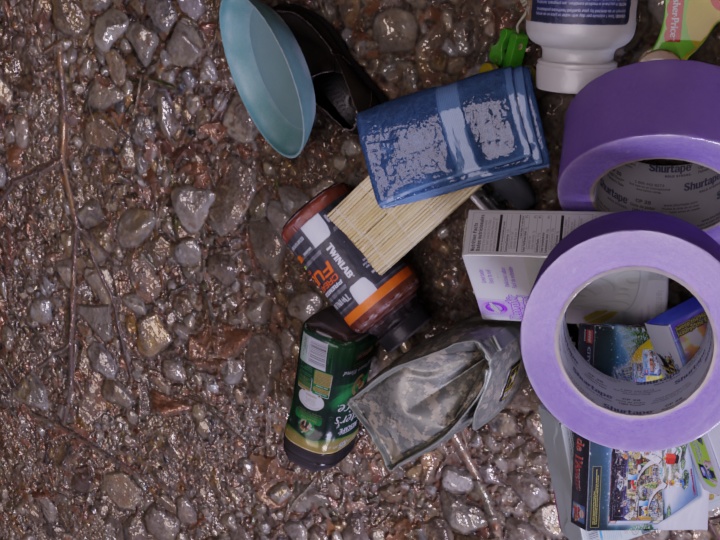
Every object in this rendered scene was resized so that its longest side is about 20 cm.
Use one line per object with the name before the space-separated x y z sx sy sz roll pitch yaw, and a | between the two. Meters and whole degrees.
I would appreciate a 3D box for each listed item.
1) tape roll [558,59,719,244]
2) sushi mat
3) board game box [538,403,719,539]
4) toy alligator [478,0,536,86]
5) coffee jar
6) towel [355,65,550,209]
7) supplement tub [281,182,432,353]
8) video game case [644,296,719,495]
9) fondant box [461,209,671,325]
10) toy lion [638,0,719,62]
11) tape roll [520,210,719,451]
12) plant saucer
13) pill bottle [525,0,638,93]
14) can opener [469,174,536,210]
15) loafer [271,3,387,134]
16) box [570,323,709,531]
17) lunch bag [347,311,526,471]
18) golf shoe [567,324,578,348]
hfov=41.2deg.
tape roll | 0.293 -0.104 0.923 0.197 0.086 0.201 9 153 5
sushi mat | 0.061 -0.091 1.076 0.200 0.012 0.096 -42 88 21
board game box | 0.303 0.195 1.028 0.197 0.064 0.150 -14 100 -11
toy alligator | 0.156 -0.221 1.048 0.054 0.058 0.203 -136 49 -56
coffee jar | -0.040 0.155 1.238 0.084 0.104 0.203 21 115 22
towel | 0.095 -0.141 1.020 0.197 0.049 0.113 -13 99 19
supplement tub | 0.000 0.000 1.165 0.107 0.107 0.201 -41 85 31
video game case | 0.398 0.095 0.953 0.184 0.198 0.045 68 163 -8
fondant box | 0.214 -0.001 0.981 0.197 0.059 0.145 3 152 19
toy lion | 0.369 -0.265 0.921 0.189 0.069 0.203 7 110 17
tape roll | 0.247 0.053 0.862 0.197 0.085 0.203 4 105 15
plant saucer | -0.103 -0.232 1.122 0.200 0.036 0.201 50 156 32
pill bottle | 0.222 -0.283 0.956 0.109 0.111 0.203 9 110 24
can opener | 0.199 -0.039 1.081 0.200 0.053 0.067 46 121 6
loafer | -0.047 -0.239 1.133 0.200 0.071 0.073 44 120 8
box | 0.285 0.157 0.966 0.134 0.038 0.203 3 89 -12
lunch bag | 0.114 0.124 1.112 0.199 0.163 0.118 -39 81 32
golf shoe | 0.243 0.126 1.099 0.088 0.077 0.201 -35 89 36
